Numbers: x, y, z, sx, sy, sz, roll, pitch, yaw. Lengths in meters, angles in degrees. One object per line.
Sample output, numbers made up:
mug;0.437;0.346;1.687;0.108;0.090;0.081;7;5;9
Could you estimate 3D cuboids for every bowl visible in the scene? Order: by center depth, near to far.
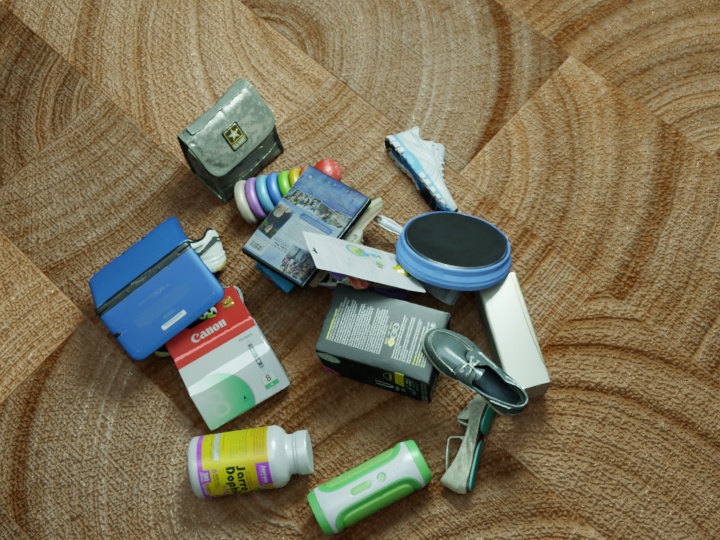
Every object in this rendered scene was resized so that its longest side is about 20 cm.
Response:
bowl;0.161;-0.038;1.638;0.200;0.040;0.201;5;34;-3

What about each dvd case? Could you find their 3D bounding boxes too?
dvd case;-0.093;-0.077;1.658;0.142;0.018;0.200;30;74;25

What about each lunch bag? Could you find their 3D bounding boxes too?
lunch bag;-0.241;-0.242;1.762;0.164;0.200;0.118;-44;72;-10

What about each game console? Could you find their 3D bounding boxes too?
game console;-0.359;0.030;1.684;0.200;0.118;0.171;-37;97;0

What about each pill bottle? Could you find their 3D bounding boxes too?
pill bottle;-0.183;0.319;1.611;0.199;0.104;0.105;-9;70;3

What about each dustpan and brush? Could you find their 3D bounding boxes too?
dustpan and brush;0.111;-0.044;1.730;0.199;0.057;0.140;28;76;14

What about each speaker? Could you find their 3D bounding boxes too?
speaker;0.016;0.359;1.587;0.199;0.089;0.089;-27;70;-4

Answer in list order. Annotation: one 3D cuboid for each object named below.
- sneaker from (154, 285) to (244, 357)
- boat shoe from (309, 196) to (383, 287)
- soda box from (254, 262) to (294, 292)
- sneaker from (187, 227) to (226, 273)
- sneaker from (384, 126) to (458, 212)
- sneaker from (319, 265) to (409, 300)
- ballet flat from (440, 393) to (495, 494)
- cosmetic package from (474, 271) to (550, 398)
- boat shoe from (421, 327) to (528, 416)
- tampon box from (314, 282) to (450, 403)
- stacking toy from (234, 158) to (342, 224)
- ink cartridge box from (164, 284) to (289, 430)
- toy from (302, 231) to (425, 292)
sneaker;-0.296;0.092;1.713;0.200;0.083;0.072;-34;71;-6
boat shoe;-0.029;-0.052;1.691;0.200;0.072;0.065;-42;100;-14
soda box;-0.097;-0.056;1.742;0.068;0.064;0.200;45;78;-16
sneaker;-0.349;-0.029;1.752;0.199;0.076;0.088;-12;103;-7
sneaker;0.132;-0.191;1.776;0.086;0.075;0.200;-31;71;-11
sneaker;-0.006;0.023;1.716;0.199;0.084;0.081;10;52;25
ballet flat;0.182;0.273;1.613;0.062;0.067;0.201;13;72;20
cosmetic package;0.257;0.116;1.638;0.073;0.104;0.201;-16;71;0
boat shoe;0.185;0.157;1.522;0.200;0.062;0.073;40;74;-1
tampon box;0.041;0.125;1.632;0.199;0.150;0.127;16;72;11
stacking toy;-0.128;-0.156;1.759;0.199;0.085;0.086;-20;69;14
ink cartridge box;-0.239;0.152;1.665;0.160;0.050;0.201;-30;99;-5
toy;0.000;0.000;1.596;0.199;0.047;0.115;10;28;-23
